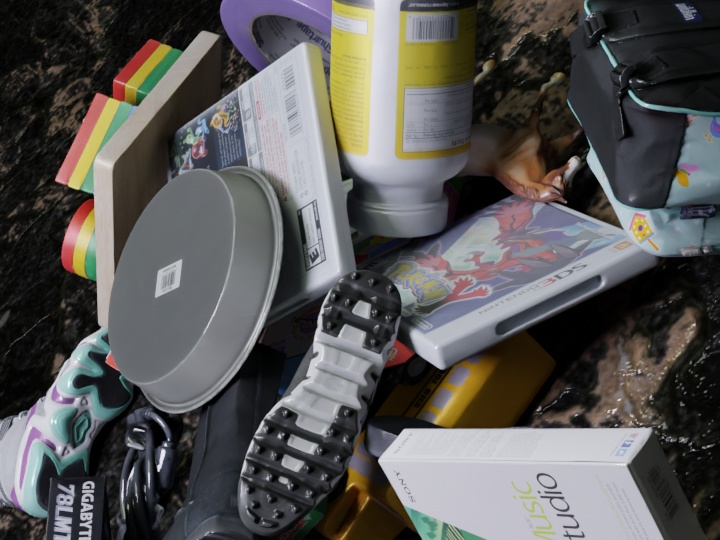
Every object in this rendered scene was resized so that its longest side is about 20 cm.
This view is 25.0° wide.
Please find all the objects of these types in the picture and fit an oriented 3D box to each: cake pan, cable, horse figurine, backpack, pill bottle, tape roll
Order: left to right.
[{"bbox_3d":[-0.172,0.194,1.323,0.200,0.051,0.163,136,136,-75],"label":"cable"},{"bbox_3d":[-0.133,0.009,1.252,0.200,0.037,0.200,-28,52,43],"label":"cake pan"},{"bbox_3d":[-0.025,-0.227,1.523,0.200,0.200,0.085,7,60,52],"label":"tape roll"},{"bbox_3d":[0.031,-0.133,1.263,0.112,0.112,0.200,33,125,58],"label":"pill bottle"},{"bbox_3d":[0.108,-0.115,1.337,0.200,0.050,0.133,16,58,28],"label":"horse figurine"},{"bbox_3d":[0.252,-0.101,1.090,0.200,0.153,0.176,-7,33,-6],"label":"backpack"}]

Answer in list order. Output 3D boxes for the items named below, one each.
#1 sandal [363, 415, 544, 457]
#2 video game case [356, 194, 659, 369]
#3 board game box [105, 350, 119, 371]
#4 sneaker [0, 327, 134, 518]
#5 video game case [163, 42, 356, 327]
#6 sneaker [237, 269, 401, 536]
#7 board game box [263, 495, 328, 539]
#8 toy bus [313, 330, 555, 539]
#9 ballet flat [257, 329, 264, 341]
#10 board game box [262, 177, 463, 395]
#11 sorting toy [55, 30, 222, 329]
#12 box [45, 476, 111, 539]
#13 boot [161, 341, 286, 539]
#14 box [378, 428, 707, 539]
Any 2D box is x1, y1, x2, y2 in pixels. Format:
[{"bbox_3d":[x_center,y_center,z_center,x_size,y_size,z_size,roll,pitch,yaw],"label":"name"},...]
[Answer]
[{"bbox_3d":[0.092,0.122,1.064,0.200,0.076,0.043,14,100,26],"label":"sandal"},{"bbox_3d":[0.094,0.001,1.210,0.182,0.023,0.200,-25,21,-15],"label":"video game case"},{"bbox_3d":[-0.146,-0.012,1.464,0.200,0.040,0.153,-57,2,27],"label":"board game box"},{"bbox_3d":[-0.300,0.139,1.559,0.140,0.078,0.200,-5,51,46],"label":"sneaker"},{"bbox_3d":[-0.084,-0.053,1.283,0.182,0.023,0.200,-29,61,38],"label":"video game case"},{"bbox_3d":[-0.026,0.102,1.134,0.091,0.066,0.200,96,-163,-65],"label":"sneaker"},{"bbox_3d":[-0.078,0.177,1.233,0.200,0.029,0.135,-50,21,40],"label":"board game box"},{"bbox_3d":[0.050,0.124,1.178,0.200,0.065,0.078,-53,34,-11],"label":"toy bus"},{"bbox_3d":[-0.094,0.001,1.361,0.068,0.072,0.200,24,65,15],"label":"ballet flat"},{"bbox_3d":[0.000,0.000,1.380,0.153,0.040,0.200,-18,42,38],"label":"board game box"},{"bbox_3d":[-0.198,-0.086,1.430,0.070,0.200,0.199,20,46,12],"label":"sorting toy"},{"bbox_3d":[-0.206,0.290,1.192,0.050,0.200,0.199,-1,39,-5],"label":"box"},{"bbox_3d":[-0.118,0.165,1.204,0.165,0.066,0.200,-44,27,30],"label":"boot"},{"bbox_3d":[0.117,0.161,0.983,0.200,0.144,0.036,-6,30,48],"label":"box"}]
